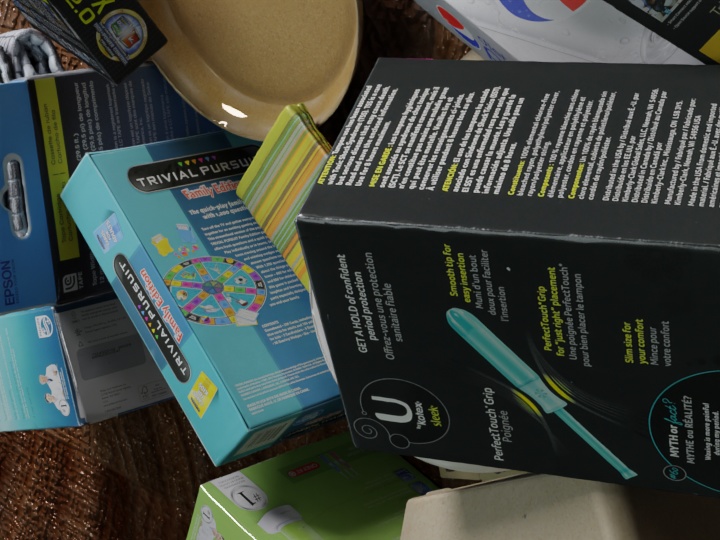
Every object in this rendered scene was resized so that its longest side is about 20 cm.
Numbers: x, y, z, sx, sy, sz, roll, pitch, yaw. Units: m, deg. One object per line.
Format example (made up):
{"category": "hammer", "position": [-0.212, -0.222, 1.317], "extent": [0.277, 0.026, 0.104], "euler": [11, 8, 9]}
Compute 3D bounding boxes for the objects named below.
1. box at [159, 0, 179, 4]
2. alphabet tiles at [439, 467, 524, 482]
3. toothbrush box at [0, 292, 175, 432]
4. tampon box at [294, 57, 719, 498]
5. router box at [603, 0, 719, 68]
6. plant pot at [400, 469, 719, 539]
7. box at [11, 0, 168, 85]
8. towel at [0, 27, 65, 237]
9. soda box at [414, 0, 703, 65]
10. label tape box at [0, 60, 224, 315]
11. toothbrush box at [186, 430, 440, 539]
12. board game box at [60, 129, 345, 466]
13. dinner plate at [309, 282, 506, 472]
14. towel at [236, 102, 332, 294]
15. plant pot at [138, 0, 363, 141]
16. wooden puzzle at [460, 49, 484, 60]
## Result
{"category": "box", "position": [-0.106, -0.255, 0.983], "extent": [0.200, 0.050, 0.158], "euler": [-5, 97, 45]}
{"category": "alphabet tiles", "position": [0.114, 0.077, 0.888], "extent": [0.200, 0.006, 0.167], "euler": [-4, 99, 45]}
{"category": "toothbrush box", "position": [-0.207, 0.061, 1.102], "extent": [0.200, 0.146, 0.085], "euler": [-11, 93, 47]}
{"category": "tampon box", "position": [0.094, -0.001, 0.694], "extent": [0.200, 0.126, 0.150], "euler": [5, 133, 20]}
{"category": "router box", "position": [0.208, -0.163, 0.634], "extent": [0.157, 0.052, 0.200], "euler": [29, 131, -14]}
{"category": "plant pot", "position": [0.130, 0.184, 0.778], "extent": [0.200, 0.200, 0.177], "euler": [-19, 78, 44]}
{"category": "box", "position": [-0.212, -0.207, 0.952], "extent": [0.160, 0.044, 0.200], "euler": [54, 170, -31]}
{"category": "towel", "position": [-0.267, -0.075, 1.139], "extent": [0.166, 0.086, 0.200], "euler": [8, 109, 64]}
{"category": "soda box", "position": [0.097, -0.129, 0.790], "extent": [0.063, 0.068, 0.200], "euler": [-46, 62, 1]}
{"category": "label tape box", "position": [-0.175, -0.060, 0.997], "extent": [0.066, 0.200, 0.143], "euler": [4, 104, 46]}
{"category": "toothbrush box", "position": [0.009, 0.198, 0.926], "extent": [0.200, 0.146, 0.086], "euler": [35, 123, 32]}
{"category": "board game box", "position": [-0.072, 0.008, 0.950], "extent": [0.200, 0.151, 0.047], "euler": [58, 134, 17]}
{"category": "dinner plate", "position": [0.051, 0.015, 0.835], "extent": [0.200, 0.024, 0.200], "euler": [5, 99, 33]}
{"category": "towel", "position": [0.000, 0.000, 0.902], "extent": [0.200, 0.018, 0.086], "euler": [53, 136, 17]}
{"category": "plant pot", "position": [-0.071, -0.175, 0.917], "extent": [0.200, 0.027, 0.200], "euler": [23, 129, 31]}
{"category": "wooden puzzle", "position": [0.068, -0.016, 0.872], "extent": [0.185, 0.046, 0.200], "euler": [-39, 71, 42]}
